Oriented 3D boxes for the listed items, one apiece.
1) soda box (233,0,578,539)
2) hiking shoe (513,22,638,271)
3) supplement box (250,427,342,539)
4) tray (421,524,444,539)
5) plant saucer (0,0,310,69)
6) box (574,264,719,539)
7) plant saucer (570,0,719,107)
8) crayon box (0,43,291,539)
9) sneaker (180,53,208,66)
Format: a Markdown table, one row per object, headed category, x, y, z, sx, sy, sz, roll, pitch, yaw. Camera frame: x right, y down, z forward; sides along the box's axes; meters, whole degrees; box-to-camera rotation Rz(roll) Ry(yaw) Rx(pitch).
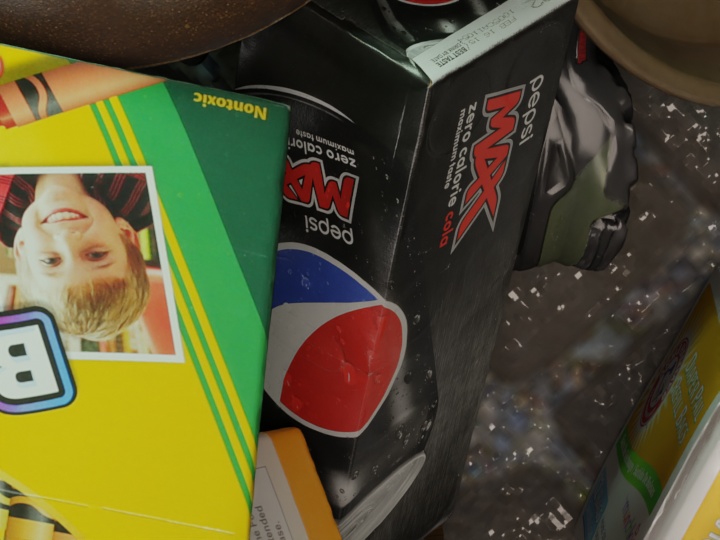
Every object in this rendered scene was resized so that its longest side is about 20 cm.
| category | x | y | z | sx | sy | sz | roll | pitch | yaw |
| --- | --- | --- | --- | --- | --- | --- | --- | --- | --- |
| soda box | 0.000 | 0.000 | 0.799 | 0.063 | 0.071 | 0.201 | 33 | 134 | 25 |
| hiking shoe | 0.023 | -0.091 | 0.831 | 0.100 | 0.076 | 0.201 | -9 | 102 | -2 |
| supplement box | -0.091 | 0.127 | 0.740 | 0.199 | 0.074 | 0.127 | -10 | 70 | -34 |
| tray | -0.025 | 0.178 | 0.905 | 0.098 | 0.037 | 0.201 | 1 | 102 | -1 |
| plant saucer | -0.070 | -0.152 | 0.712 | 0.199 | 0.032 | 0.201 | 0 | 90 | 5 |
| box | 0.173 | 0.096 | 0.849 | 0.199 | 0.113 | 0.102 | 26 | 106 | -6 |
| plant saucer | 0.109 | -0.147 | 0.797 | 0.199 | 0.029 | 0.201 | -10 | 107 | -37 |
| crayon box | -0.124 | 0.027 | 0.680 | 0.199 | 0.058 | 0.173 | 11 | 62 | -12 |
| sneaker | -0.051 | -0.168 | 0.814 | 0.108 | 0.067 | 0.202 | 26 | 108 | -6 |
